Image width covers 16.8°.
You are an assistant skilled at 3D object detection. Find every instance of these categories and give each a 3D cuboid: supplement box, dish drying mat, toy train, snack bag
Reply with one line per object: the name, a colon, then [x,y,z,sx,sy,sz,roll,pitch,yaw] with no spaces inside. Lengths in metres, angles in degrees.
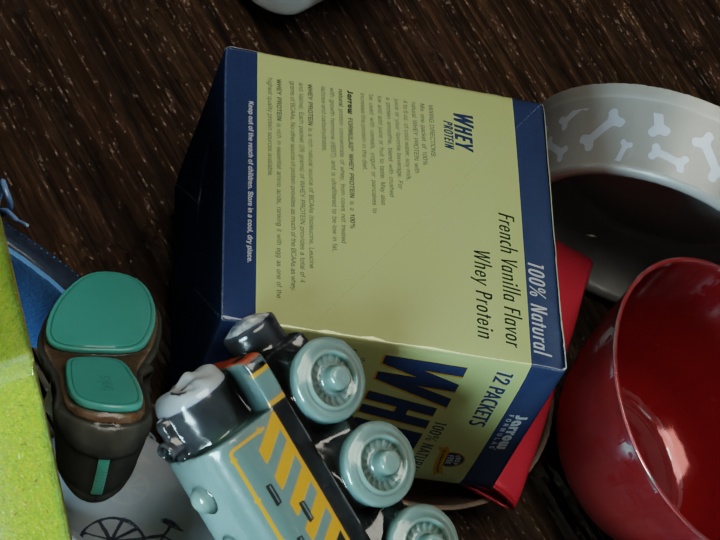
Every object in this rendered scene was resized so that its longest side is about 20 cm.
supplement box: [0.000,0.000,1.431,0.199,0.134,0.200,9,53,-14]
dish drying mat: [0.090,0.053,1.528,0.077,0.018,0.200,28,51,-9]
toy train: [-0.029,0.124,1.282,0.114,0.085,0.200,-37,103,-34]
snack bag: [-0.149,0.151,1.325,0.200,0.021,0.188,-25,42,-37]

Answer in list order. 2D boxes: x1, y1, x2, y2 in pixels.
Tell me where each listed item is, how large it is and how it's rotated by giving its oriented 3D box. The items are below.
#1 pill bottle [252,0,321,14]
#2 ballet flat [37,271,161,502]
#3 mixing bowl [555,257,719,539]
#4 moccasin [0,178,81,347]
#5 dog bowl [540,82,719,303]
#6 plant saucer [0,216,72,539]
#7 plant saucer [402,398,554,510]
pill bottle: [0.001,-0.256,1.659,0.113,0.113,0.200,48,50,7]
ballet flat: [-0.145,0.065,1.324,0.068,0.069,0.200,7,20,-5]
mixing bowl: [0.196,0.105,1.527,0.200,0.108,0.201,20,55,-32]
moccasin: [-0.240,-0.029,1.412,0.200,0.080,0.068,32,37,-12]
dog bowl: [0.191,-0.038,1.574,0.200,0.200,0.059,26,62,-11]
plant saucer: [-0.184,0.077,1.239,0.048,0.200,0.200,-12,34,-8]
plant saucer: [0.025,0.064,1.521,0.200,0.037,0.201,13,56,-20]
